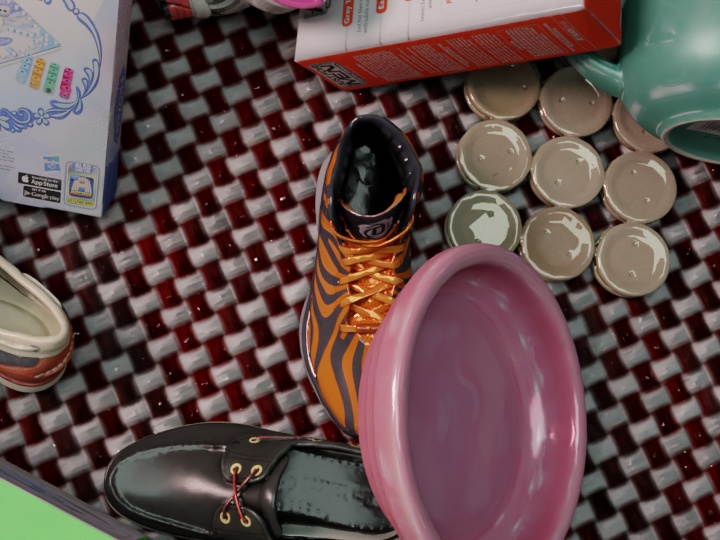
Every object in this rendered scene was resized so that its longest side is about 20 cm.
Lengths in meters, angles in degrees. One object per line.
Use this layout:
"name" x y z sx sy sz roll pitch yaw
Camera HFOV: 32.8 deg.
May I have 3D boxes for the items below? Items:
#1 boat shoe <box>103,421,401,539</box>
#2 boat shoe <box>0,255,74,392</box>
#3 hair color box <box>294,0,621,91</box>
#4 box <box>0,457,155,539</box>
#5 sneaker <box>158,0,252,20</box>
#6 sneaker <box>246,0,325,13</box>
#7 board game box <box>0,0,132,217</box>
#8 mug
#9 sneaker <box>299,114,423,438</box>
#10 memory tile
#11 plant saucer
"boat shoe" -0.057 0.130 0.739 0.201 0.063 0.074 6 81 -1
"boat shoe" -0.260 -0.001 0.743 0.200 0.063 0.071 36 59 3
"hair color box" 0.059 -0.180 0.757 0.200 0.061 0.102 -3 76 33
"box" -0.189 0.165 0.663 0.200 0.176 0.097 27 78 2
"sneaker" -0.098 -0.265 0.816 0.082 0.078 0.200 -2 88 -8
"sneaker" -0.043 -0.247 0.750 0.081 0.088 0.200 18 77 -23
"board game box" -0.240 -0.145 0.733 0.200 0.043 0.199 11 119 -2
"mug" 0.223 -0.131 0.759 0.185 0.152 0.115 0 76 41
"sneaker" 0.000 0.000 0.742 0.077 0.112 0.200 -4 79 -4
"memory tile" 0.140 -0.088 0.819 0.153 0.017 0.200 11 78 -2
"plant saucer" 0.063 0.086 0.714 0.051 0.200 0.201 -8 75 39
